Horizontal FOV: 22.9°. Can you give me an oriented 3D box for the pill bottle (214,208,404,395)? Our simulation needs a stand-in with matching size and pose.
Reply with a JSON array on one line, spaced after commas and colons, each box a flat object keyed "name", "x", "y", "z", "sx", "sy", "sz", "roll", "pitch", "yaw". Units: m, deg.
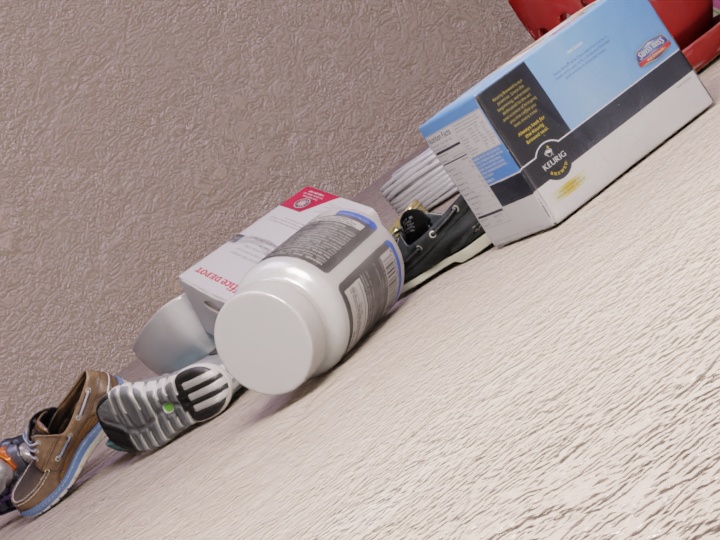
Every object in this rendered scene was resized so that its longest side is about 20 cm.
[{"name": "pill bottle", "x": -0.046, "y": 0.028, "z": 1.591, "sx": 0.113, "sy": 0.114, "sz": 0.200, "roll": -32, "pitch": 5, "yaw": 31}]

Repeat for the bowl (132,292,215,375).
[{"name": "bowl", "x": -0.163, "y": 0.060, "z": 2.141, "sx": 0.199, "sy": 0.075, "sz": 0.200, "roll": -28, "pitch": -10, "yaw": -28}]

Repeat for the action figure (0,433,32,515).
[{"name": "action figure", "x": -0.403, "y": 0.232, "z": 2.178, "sx": 0.199, "sy": 0.105, "sz": 0.193, "roll": -27, "pitch": -1, "yaw": 40}]

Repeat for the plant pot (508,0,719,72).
[{"name": "plant pot", "x": 0.283, "y": -0.275, "z": 1.897, "sx": 0.199, "sy": 0.183, "sz": 0.200, "roll": -34, "pitch": 5, "yaw": 3}]

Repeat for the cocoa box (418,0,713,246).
[{"name": "cocoa box", "x": 0.178, "y": -0.137, "z": 1.557, "sx": 0.199, "sy": 0.132, "sz": 0.133, "roll": -36, "pitch": 5, "yaw": -21}]

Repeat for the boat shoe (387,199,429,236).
[{"name": "boat shoe", "x": 0.000, "y": 0.000, "z": 1.860, "sx": 0.200, "sy": 0.063, "sz": 0.073, "roll": -32, "pitch": 5, "yaw": 27}]

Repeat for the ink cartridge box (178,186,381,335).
[{"name": "ink cartridge box", "x": -0.082, "y": 0.002, "z": 1.998, "sx": 0.199, "sy": 0.084, "sz": 0.145, "roll": -37, "pitch": 32, "yaw": -22}]

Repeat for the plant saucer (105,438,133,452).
[{"name": "plant saucer", "x": -0.201, "y": 0.149, "z": 2.021, "sx": 0.199, "sy": 0.028, "sz": 0.200, "roll": -34, "pitch": 5, "yaw": 4}]

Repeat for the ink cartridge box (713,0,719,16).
[{"name": "ink cartridge box", "x": 0.407, "y": -0.329, "z": 2.057, "sx": 0.200, "sy": 0.104, "sz": 0.059, "roll": -37, "pitch": 6, "yaw": -34}]

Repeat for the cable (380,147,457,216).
[{"name": "cable", "x": 0.121, "y": -0.146, "z": 2.466, "sx": 0.199, "sy": 0.070, "sz": 0.200, "roll": -37, "pitch": 4, "yaw": -11}]

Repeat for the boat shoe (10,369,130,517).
[{"name": "boat shoe", "x": -0.345, "y": 0.190, "z": 2.025, "sx": 0.201, "sy": 0.072, "sz": 0.072, "roll": -52, "pitch": 32, "yaw": 8}]

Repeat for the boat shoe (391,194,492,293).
[{"name": "boat shoe", "x": 0.066, "y": -0.032, "z": 1.696, "sx": 0.074, "sy": 0.066, "sz": 0.199, "roll": -38, "pitch": 6, "yaw": -36}]

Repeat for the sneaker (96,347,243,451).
[{"name": "sneaker", "x": -0.182, "y": 0.129, "z": 1.885, "sx": 0.199, "sy": 0.076, "sz": 0.115, "roll": -18, "pitch": 9, "yaw": 39}]
